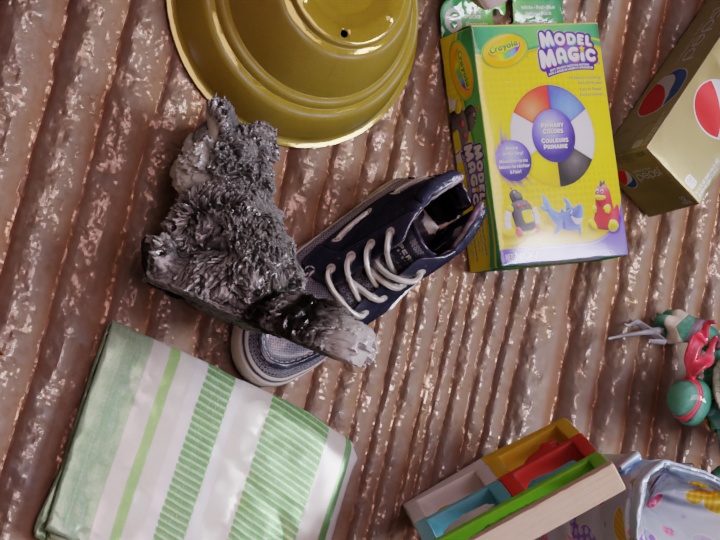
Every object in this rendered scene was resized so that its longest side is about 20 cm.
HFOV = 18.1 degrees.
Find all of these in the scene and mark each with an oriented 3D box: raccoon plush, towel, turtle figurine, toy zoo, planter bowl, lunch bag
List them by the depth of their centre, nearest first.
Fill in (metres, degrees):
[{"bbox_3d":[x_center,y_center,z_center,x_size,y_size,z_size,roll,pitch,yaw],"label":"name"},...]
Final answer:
[{"bbox_3d":[-0.049,-0.026,1.471,0.199,0.097,0.135,22,83,19],"label":"raccoon plush"},{"bbox_3d":[-0.103,0.142,1.496,0.199,0.023,0.153,26,71,-23],"label":"towel"},{"bbox_3d":[0.097,0.148,1.515,0.131,0.200,0.021,-28,98,-1],"label":"toy zoo"},{"bbox_3d":[-0.027,-0.189,1.549,0.199,0.083,0.202,4,82,-28],"label":"planter bowl"},{"bbox_3d":[0.209,0.209,1.576,0.127,0.169,0.201,-39,101,-26],"label":"lunch bag"},{"bbox_3d":[0.274,0.103,1.674,0.199,0.100,0.151,9,79,-34],"label":"turtle figurine"}]

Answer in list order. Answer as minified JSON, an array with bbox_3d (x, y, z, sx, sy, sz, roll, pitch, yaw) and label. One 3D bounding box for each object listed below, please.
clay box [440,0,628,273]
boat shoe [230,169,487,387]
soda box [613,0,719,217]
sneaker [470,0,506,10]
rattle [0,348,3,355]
[{"bbox_3d":[0.125,-0.103,1.643,0.114,0.048,0.202,-5,87,-30],"label":"clay box"},{"bbox_3d":[0.000,0.000,1.532,0.075,0.093,0.200,50,63,-14],"label":"boat shoe"},{"bbox_3d":[0.265,-0.138,1.714,0.064,0.068,0.200,43,65,-17],"label":"soda box"},{"bbox_3d":[0.057,-0.272,1.590,0.105,0.075,0.200,-39,99,2],"label":"sneaker"},{"bbox_3d":[-0.297,-0.037,1.387,0.142,0.130,0.201,-7,113,-19],"label":"rattle"}]
